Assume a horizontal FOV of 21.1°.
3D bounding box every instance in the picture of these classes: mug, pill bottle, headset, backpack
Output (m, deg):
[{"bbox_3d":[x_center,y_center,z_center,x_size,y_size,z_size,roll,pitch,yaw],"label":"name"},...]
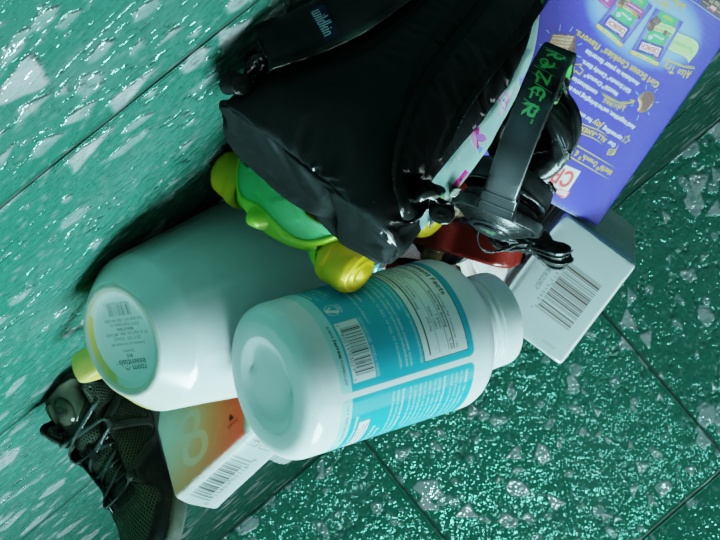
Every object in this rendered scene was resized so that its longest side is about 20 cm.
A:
[{"bbox_3d":[-0.124,0.045,1.415,0.153,0.149,0.187,-20,144,-46],"label":"mug"},{"bbox_3d":[0.017,0.057,1.360,0.199,0.111,0.111,-14,158,-32],"label":"pill bottle"},{"bbox_3d":[0.122,-0.068,1.342,0.200,0.093,0.124,103,11,-59],"label":"headset"},{"bbox_3d":[0.021,-0.121,1.229,0.200,0.167,0.127,-50,-179,-19],"label":"backpack"}]

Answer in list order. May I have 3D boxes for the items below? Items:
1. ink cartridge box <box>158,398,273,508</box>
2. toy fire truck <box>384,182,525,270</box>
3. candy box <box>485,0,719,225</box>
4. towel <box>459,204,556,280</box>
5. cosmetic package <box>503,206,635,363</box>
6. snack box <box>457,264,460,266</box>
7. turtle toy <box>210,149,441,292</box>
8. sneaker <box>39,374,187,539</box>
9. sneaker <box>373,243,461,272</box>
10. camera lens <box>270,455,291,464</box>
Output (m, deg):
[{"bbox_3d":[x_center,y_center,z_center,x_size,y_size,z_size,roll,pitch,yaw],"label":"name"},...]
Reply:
[{"bbox_3d":[-0.106,0.065,1.566,0.050,0.201,0.162,21,125,-43],"label":"ink cartridge box"},{"bbox_3d":[0.038,-0.047,1.514,0.168,0.199,0.113,-23,127,-72],"label":"toy fire truck"},{"bbox_3d":[0.160,-0.157,1.429,0.168,0.077,0.201,26,103,-38],"label":"candy box"},{"bbox_3d":[0.159,-0.058,1.686,0.200,0.032,0.191,-48,165,-10],"label":"towel"},{"bbox_3d":[0.167,-0.002,1.564,0.102,0.074,0.200,-53,-179,11],"label":"cosmetic package"},{"bbox_3d":[0.120,-0.094,1.691,0.200,0.037,0.116,-48,143,-12],"label":"snack box"},{"bbox_3d":[-0.005,-0.087,1.341,0.200,0.145,0.102,-36,149,-29],"label":"turtle toy"},{"bbox_3d":[-0.205,0.157,1.575,0.114,0.200,0.076,26,122,-34],"label":"sneaker"},{"bbox_3d":[0.000,0.000,1.598,0.086,0.199,0.078,-21,127,-40],"label":"sneaker"},{"bbox_3d":[-0.041,0.058,1.765,0.200,0.160,0.160,-42,171,9],"label":"camera lens"}]
